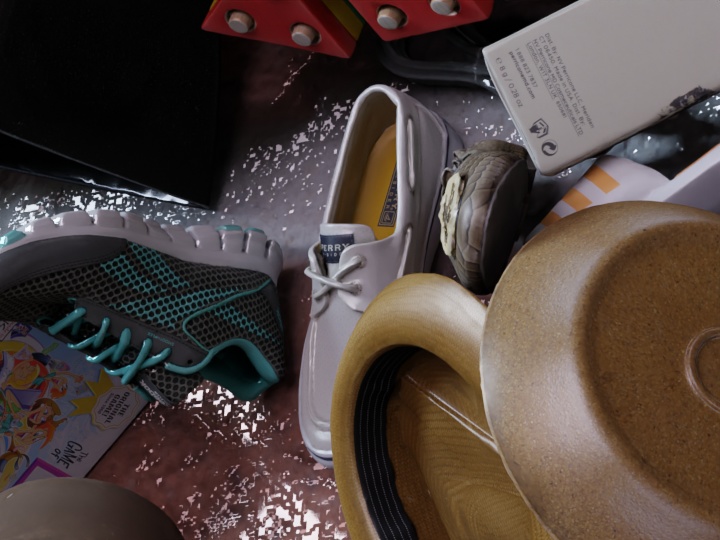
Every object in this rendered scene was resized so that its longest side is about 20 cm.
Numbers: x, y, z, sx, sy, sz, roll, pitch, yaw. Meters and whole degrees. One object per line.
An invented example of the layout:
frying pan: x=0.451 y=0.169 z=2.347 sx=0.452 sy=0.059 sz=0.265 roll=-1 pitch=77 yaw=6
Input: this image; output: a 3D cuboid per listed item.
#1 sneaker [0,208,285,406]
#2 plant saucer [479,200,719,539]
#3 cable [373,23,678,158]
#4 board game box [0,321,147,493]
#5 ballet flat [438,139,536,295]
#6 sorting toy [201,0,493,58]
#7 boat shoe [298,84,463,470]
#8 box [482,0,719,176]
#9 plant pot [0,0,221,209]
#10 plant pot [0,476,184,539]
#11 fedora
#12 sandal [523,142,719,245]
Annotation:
sneaker: x=-0.111 y=0.024 z=1.252 sx=0.078 sy=0.200 sz=0.091 roll=-37 pitch=60 yaw=44
plant saucer: x=0.148 y=0.050 z=1.053 sx=0.035 sy=0.200 sz=0.201 roll=127 pitch=147 yaw=-55
cable: x=0.086 y=-0.101 z=1.284 sx=0.200 sy=0.050 sz=0.097 roll=1 pitch=82 yaw=49
board game box: x=-0.219 y=0.107 z=1.314 sx=0.200 sy=0.134 sz=0.034 roll=-50 pitch=49 yaw=4
ballet flat: x=0.054 y=-0.032 z=1.168 sx=0.046 sy=0.200 sz=0.068 roll=16 pitch=102 yaw=5
sorting toy: x=-0.036 y=-0.187 z=1.261 sx=0.199 sy=0.200 sz=0.070 roll=-8 pitch=48 yaw=40
boat shoe: x=0.000 y=0.000 z=1.257 sx=0.071 sy=0.070 sz=0.200 roll=2 pitch=68 yaw=36
box: x=0.161 y=-0.117 z=1.165 sx=0.200 sy=0.082 sz=0.068 roll=-26 pitch=89 yaw=10
plant pot: x=-0.192 y=-0.154 z=1.367 sx=0.199 sy=0.200 sz=0.178 roll=11 pitch=85 yaw=39
plant pot: x=-0.145 y=0.200 z=1.199 sx=0.200 sy=0.200 sz=0.175 roll=-25 pitch=36 yaw=23
fedora: x=0.065 y=0.092 z=1.134 sx=0.200 sy=0.082 sz=0.201 roll=20 pitch=114 yaw=54
sandal: x=0.143 y=-0.031 z=1.175 sx=0.207 sy=0.079 sz=0.059 roll=-35 pitch=49 yaw=4
